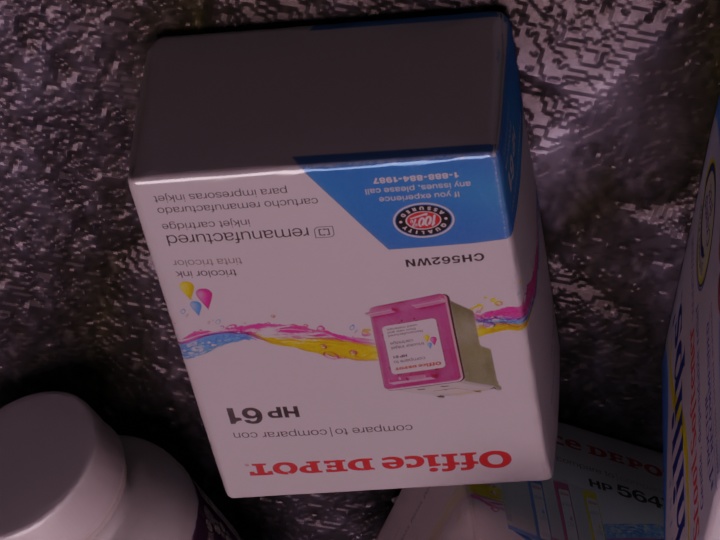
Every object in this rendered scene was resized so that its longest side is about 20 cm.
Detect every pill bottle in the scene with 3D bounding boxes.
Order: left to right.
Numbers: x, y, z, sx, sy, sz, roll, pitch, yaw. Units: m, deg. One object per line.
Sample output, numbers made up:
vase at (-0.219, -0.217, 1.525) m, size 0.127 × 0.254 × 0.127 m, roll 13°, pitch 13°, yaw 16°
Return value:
pill bottle at (-0.108, 0.148, 1.173) m, size 0.112 × 0.112 × 0.200 m, roll -16°, pitch 134°, yaw 21°

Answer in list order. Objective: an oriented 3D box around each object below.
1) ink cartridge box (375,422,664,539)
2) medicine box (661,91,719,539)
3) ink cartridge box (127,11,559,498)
ink cartridge box at (0.079, 0.157, 1.118) m, size 0.128 × 0.200 × 0.125 m, roll 18°, pitch 119°, yaw -14°
medicine box at (0.181, 0.047, 0.985) m, size 0.103 × 0.182 × 0.200 m, roll 5°, pitch 137°, yaw 0°
ink cartridge box at (0.000, 0.000, 1.023) m, size 0.144 × 0.085 × 0.200 m, roll -4°, pitch 138°, yaw 9°
